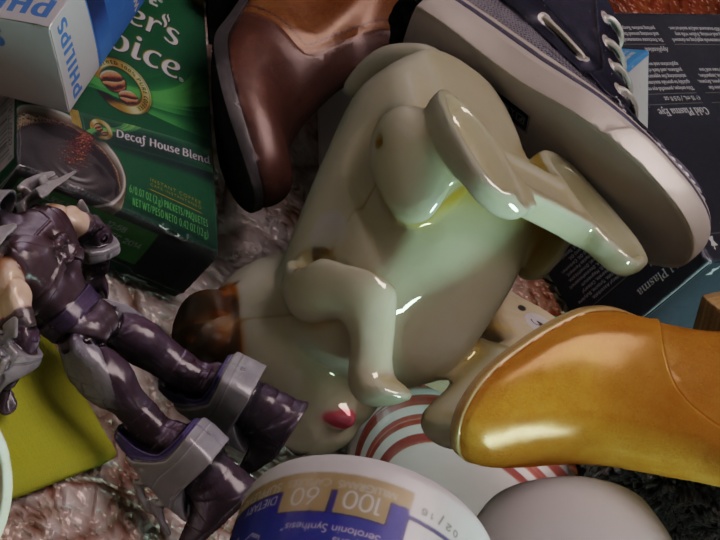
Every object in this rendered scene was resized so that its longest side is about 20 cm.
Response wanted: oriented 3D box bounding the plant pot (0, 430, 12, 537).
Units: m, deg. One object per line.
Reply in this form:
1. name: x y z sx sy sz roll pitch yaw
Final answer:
1. plant pot: -0.253 0.035 0.980 0.187 0.188 0.200 10 35 -42

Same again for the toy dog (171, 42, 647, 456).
1. toy dog: 0.000 0.000 1.248 0.194 0.200 0.139 52 18 29

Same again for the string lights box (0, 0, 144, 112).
1. string lights box: -0.148 -0.177 1.297 0.102 0.059 0.200 15 52 19

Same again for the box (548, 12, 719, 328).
1. box: 0.188 -0.056 1.597 0.199 0.104 0.183 -5 59 -49

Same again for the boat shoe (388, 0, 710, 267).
1. boat shoe: 0.115 -0.092 1.301 0.200 0.075 0.093 42 58 15

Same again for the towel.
1. towel: -0.192 0.073 1.133 0.200 0.018 0.086 -19 76 -55

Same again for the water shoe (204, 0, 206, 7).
1. water shoe: -0.092 -0.204 1.468 0.199 0.071 0.079 25 38 -31

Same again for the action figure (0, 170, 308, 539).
1. action figure: -0.123 0.032 1.182 0.200 0.069 0.130 44 42 -7

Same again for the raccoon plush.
1. raccoon plush: 0.196 0.133 1.359 0.134 0.097 0.200 54 -10 -17

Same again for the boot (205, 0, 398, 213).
1. boot: 0.020 -0.109 1.374 0.199 0.069 0.189 -2 41 -4

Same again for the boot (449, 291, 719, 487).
1. boot: 0.156 0.075 1.191 0.200 0.071 0.144 -17 39 -30

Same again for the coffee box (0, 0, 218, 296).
1. coffee box: -0.135 -0.091 1.331 0.123 0.044 0.201 25 40 -28

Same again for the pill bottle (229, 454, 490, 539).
1. pill bottle: -0.019 0.190 1.099 0.119 0.120 0.201 34 48 -19

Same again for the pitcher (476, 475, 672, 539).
1. pitcher: 0.118 0.196 1.181 0.121 0.171 0.201 44 39 -48

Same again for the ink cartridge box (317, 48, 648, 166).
1. ink cartridge box: 0.050 -0.085 1.444 0.116 0.199 0.068 -39 131 -63

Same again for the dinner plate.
1. dinner plate: 0.067 0.149 1.331 0.200 0.024 0.201 29 39 -26

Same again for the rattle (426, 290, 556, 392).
1. rattle: 0.087 -0.004 1.403 0.199 0.144 0.130 14 14 -28
